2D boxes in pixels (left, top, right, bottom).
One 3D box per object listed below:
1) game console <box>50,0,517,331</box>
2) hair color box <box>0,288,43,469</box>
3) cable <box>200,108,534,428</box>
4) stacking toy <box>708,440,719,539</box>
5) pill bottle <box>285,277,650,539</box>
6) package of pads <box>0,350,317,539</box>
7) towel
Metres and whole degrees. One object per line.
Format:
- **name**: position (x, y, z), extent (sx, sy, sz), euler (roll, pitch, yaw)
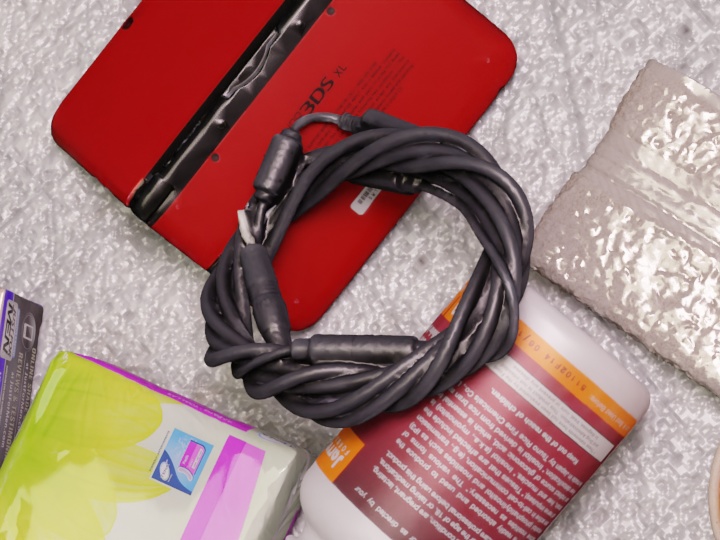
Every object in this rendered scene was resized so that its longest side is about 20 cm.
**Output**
- **game console**: position (-0.044, -0.097, 1.409), extent (0.172, 0.119, 0.200), euler (38, 91, -13)
- **hair color box**: position (-0.283, 0.060, 1.418), extent (0.200, 0.065, 0.110), euler (4, 80, 14)
- **cable**: position (0.000, 0.000, 1.278), extent (0.200, 0.051, 0.163), euler (27, 77, 42)
- **stacking toy**: position (0.232, 0.129, 1.184), extent (0.146, 0.200, 0.146), euler (2, 102, 9)
- **pill bottle**: position (0.043, 0.104, 1.296), extent (0.113, 0.113, 0.200), euler (41, 91, 18)
- **package of pads**: position (-0.133, 0.158, 1.356), extent (0.154, 0.068, 0.200), euler (22, 85, 17)
- **towel**: position (0.193, -0.005, 1.319), extent (0.200, 0.034, 0.133), euler (34, 89, 18)
